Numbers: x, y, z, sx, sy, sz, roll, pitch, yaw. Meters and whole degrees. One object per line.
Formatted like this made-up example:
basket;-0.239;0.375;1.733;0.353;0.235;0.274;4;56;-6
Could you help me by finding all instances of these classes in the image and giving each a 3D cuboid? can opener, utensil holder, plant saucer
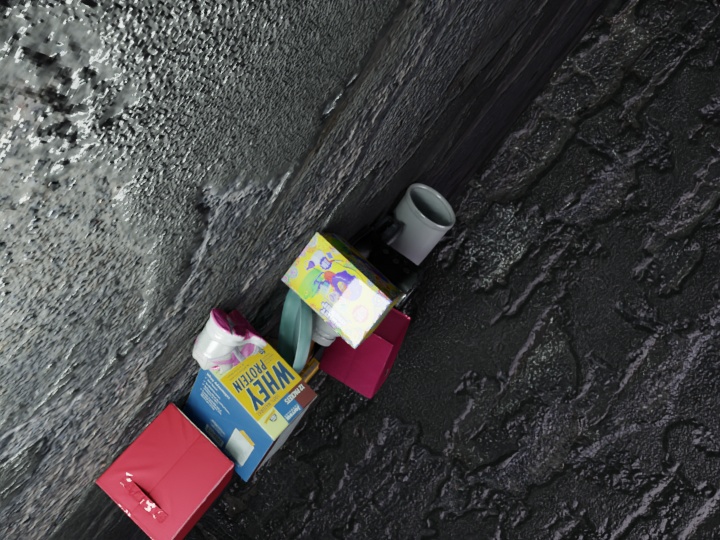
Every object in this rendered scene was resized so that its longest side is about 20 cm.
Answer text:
can opener;0.024;-0.073;1.618;0.199;0.064;0.078;-40;-162;-10
utensil holder;0.156;-0.124;1.755;0.201;0.170;0.170;-51;173;36
plant saucer;-0.135;0.133;1.247;0.199;0.035;0.207;-171;-91;-71

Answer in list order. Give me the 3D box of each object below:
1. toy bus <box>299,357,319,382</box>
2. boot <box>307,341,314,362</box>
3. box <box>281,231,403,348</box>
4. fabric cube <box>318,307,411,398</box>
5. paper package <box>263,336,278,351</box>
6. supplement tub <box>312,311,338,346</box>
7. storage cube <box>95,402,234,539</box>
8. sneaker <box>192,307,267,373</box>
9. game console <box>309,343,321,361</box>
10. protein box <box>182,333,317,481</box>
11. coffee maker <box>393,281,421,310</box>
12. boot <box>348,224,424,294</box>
toy bus;-0.246;0.414;2.286;0.200;0.078;0.065;-47;173;-25
boot;-0.169;0.215;1.756;0.202;0.076;0.155;-55;174;11
box;-0.031;0.035;1.230;0.123;0.199;0.192;-49;174;9
fabric cube;0.015;0.220;1.817;0.196;0.196;0.204;-40;154;-62
paper package;-0.247;0.274;1.485;0.201;0.103;0.191;-50;173;-5
supplement tub;-0.058;0.061;1.411;0.202;0.144;0.144;-51;173;11
storage cube;-0.357;0.390;1.114;0.180;0.170;0.201;-47;172;-28
sneaker;-0.223;0.121;0.990;0.089;0.081;0.200;-48;165;0
game console;-0.087;0.181;1.911;0.202;0.114;0.179;-55;-155;33
protein box;-0.223;0.264;1.182;0.134;0.198;0.202;-37;166;-45
coffee maker;0.094;0.013;1.899;0.136;0.199;0.192;-52;172;30
boot;0.049;-0.006;1.517;0.165;0.199;0.066;-44;172;-35
